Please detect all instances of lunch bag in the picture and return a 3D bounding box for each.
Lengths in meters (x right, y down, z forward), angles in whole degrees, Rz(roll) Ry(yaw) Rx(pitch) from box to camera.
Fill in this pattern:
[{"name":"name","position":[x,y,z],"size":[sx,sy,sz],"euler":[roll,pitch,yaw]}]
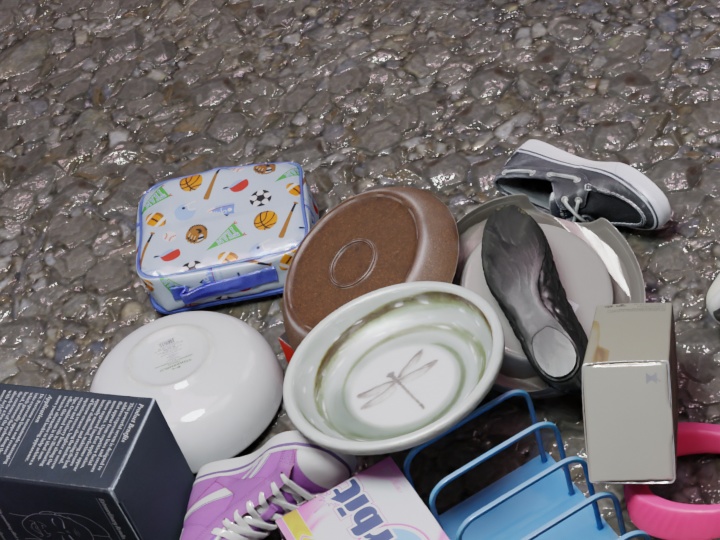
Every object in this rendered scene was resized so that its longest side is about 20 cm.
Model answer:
[{"name":"lunch bag","position":[-0.141,-0.031,1.848],"size":[0.199,0.076,0.161],"euler":[-12,46,6]}]

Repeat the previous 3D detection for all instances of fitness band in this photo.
[{"name":"fitness band","position":[0.289,0.170,1.460],"size":[0.142,0.038,0.200],"euler":[-3,16,9]}]

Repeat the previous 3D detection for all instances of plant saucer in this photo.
[{"name":"plant saucer","position":[0.034,0.094,1.523],"size":[0.199,0.050,0.201],"euler":[-15,38,12]},{"name":"plant saucer","position":[0.000,0.000,1.660],"size":[0.199,0.034,0.201],"euler":[-23,47,27]}]

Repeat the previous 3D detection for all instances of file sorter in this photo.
[{"name":"file sorter","position":[0.142,0.217,1.468],"size":[0.138,0.123,0.200],"euler":[-29,44,-11]}]

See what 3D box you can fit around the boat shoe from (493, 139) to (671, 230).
[{"name":"boat shoe","position":[0.217,-0.074,1.766],"size":[0.199,0.072,0.068],"euler":[26,57,40]}]

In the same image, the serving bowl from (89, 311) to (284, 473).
[{"name":"serving bowl","position":[-0.177,0.106,1.720],"size":[0.199,0.066,0.201],"euler":[-10,39,8]}]

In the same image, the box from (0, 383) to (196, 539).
[{"name":"box","position":[-0.268,0.194,1.614],"size":[0.199,0.149,0.107],"euler":[4,48,22]}]

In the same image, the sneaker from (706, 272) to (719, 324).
[{"name":"sneaker","position":[0.384,-0.019,1.663],"size":[0.200,0.075,0.081],"euler":[-41,34,-24]}]

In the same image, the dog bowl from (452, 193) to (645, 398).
[{"name":"dog bowl","position":[0.162,0.028,1.649],"size":[0.198,0.059,0.201],"euler":[1,63,-1]}]

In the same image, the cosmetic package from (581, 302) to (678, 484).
[{"name":"cosmetic package","position":[0.228,0.099,1.477],"size":[0.071,0.106,0.200],"euler":[-3,10,12]}]

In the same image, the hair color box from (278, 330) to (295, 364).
[{"name":"hair color box","position":[0.030,0.046,1.720],"size":[0.200,0.061,0.101],"euler":[-39,47,-20]}]

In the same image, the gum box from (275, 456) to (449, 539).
[{"name":"gum box","position":[0.027,0.260,1.442],"size":[0.113,0.066,0.200],"euler":[-28,45,-11]}]

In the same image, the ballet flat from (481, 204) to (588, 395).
[{"name":"ballet flat","position":[0.157,0.027,1.598],"size":[0.066,0.057,0.201],"euler":[-25,58,11]}]

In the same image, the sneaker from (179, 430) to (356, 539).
[{"name":"sneaker","position":[-0.086,0.216,1.554],"size":[0.200,0.073,0.115],"euler":[-27,32,43]}]
